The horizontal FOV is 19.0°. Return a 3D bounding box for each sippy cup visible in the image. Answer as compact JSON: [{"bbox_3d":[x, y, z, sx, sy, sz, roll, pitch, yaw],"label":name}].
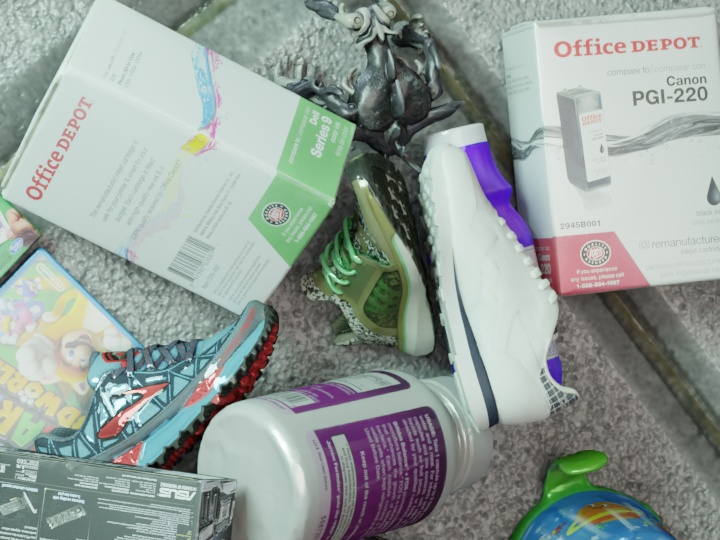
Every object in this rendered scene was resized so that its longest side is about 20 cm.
[{"bbox_3d":[0.183,0.229,1.546,0.178,0.130,0.140,40,83,-10],"label":"sippy cup"}]

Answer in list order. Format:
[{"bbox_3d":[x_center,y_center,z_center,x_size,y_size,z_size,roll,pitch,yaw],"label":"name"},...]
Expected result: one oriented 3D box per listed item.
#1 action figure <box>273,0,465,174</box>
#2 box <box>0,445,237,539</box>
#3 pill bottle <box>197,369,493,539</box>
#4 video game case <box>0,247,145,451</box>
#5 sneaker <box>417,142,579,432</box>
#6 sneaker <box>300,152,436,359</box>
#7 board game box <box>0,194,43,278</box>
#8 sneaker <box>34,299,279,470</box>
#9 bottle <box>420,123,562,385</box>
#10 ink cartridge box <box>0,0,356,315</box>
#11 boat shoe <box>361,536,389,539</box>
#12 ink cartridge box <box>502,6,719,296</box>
[{"bbox_3d":[0.003,-0.157,1.521,0.118,0.102,0.201,-14,95,-17],"label":"action figure"},{"bbox_3d":[-0.186,0.204,1.419,0.199,0.050,0.158,4,88,24],"label":"box"},{"bbox_3d":[-0.005,0.129,1.484,0.200,0.112,0.113,-9,93,-42],"label":"pill bottle"},{"bbox_3d":[-0.244,0.104,1.509,0.143,0.018,0.200,45,82,-10],"label":"video game case"},{"bbox_3d":[0.091,0.007,1.478,0.080,0.076,0.201,-13,93,-1],"label":"sneaker"},{"bbox_3d":[0.000,0.000,1.493,0.088,0.200,0.077,-12,50,2],"label":"sneaker"},{"bbox_3d":[-0.336,0.000,1.482,0.135,0.029,0.200,45,81,-9],"label":"board game box"},{"bbox_3d":[-0.144,0.082,1.472,0.200,0.079,0.096,-44,84,2],"label":"sneaker"},{"bbox_3d":[0.088,-0.004,1.547,0.065,0.083,0.201,-14,90,-35],"label":"bottle"},{"bbox_3d":[-0.125,-0.075,1.461,0.199,0.145,0.088,25,47,-11],"label":"ink cartridge box"},{"bbox_3d":[0.065,0.248,1.518,0.200,0.060,0.074,35,117,-6],"label":"boat shoe"},{"bbox_3d":[0.190,-0.086,1.570,0.145,0.085,0.201,-6,90,-12],"label":"ink cartridge box"}]
